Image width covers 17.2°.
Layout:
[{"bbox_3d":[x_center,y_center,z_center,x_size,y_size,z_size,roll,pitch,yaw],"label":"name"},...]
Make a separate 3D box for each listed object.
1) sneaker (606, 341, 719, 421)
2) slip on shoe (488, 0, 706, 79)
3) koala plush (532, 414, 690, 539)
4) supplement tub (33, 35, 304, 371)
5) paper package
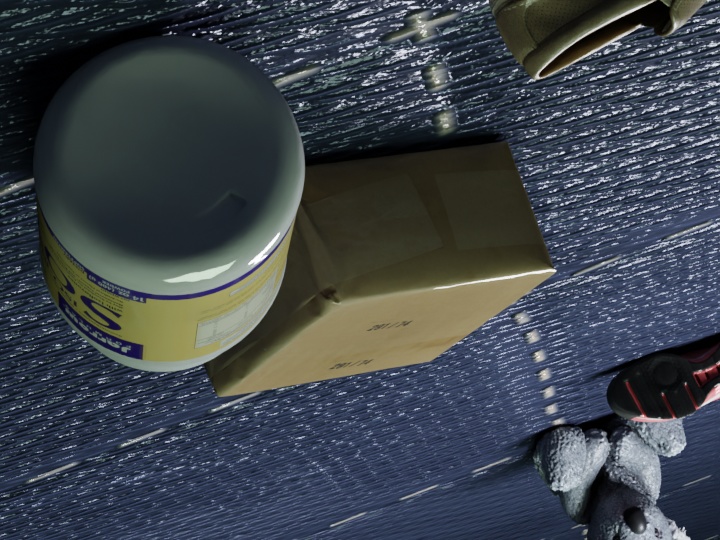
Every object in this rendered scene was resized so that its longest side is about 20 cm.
[{"bbox_3d":[0.352,0.123,2.535,0.200,0.074,0.087,-16,165,-16],"label":"sneaker"},{"bbox_3d":[0.175,-0.166,1.383,0.200,0.061,0.076,-17,164,-13],"label":"slip on shoe"},{"bbox_3d":[0.301,0.277,2.746,0.177,0.200,0.184,-17,164,-13],"label":"koala plush"},{"bbox_3d":[-0.109,-0.030,1.331,0.145,0.146,0.200,-17,163,-12],"label":"supplement tub"},{"bbox_3d":[0.000,0.000,1.643,0.200,0.104,0.191,-10,162,-35],"label":"paper package"}]
